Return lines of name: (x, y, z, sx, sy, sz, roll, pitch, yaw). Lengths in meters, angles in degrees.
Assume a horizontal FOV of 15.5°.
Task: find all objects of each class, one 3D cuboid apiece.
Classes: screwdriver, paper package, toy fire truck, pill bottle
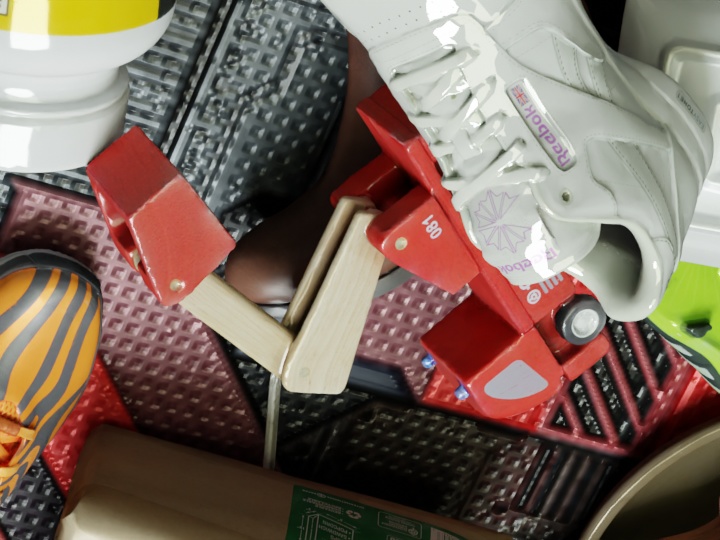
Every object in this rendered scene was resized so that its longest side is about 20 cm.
screwdriver: (-0.048, 0.130, 1.177, 0.029, 0.028, 0.201, -15, 124, -24)
paper package: (-0.052, 0.184, 1.137, 0.199, 0.104, 0.191, 17, 114, -5)
toy fire truck: (0.000, 0.000, 1.022, 0.141, 0.049, 0.200, -38, 126, -6)
pill bottle: (-0.116, -0.143, 0.956, 0.112, 0.113, 0.201, 1, 119, -16)

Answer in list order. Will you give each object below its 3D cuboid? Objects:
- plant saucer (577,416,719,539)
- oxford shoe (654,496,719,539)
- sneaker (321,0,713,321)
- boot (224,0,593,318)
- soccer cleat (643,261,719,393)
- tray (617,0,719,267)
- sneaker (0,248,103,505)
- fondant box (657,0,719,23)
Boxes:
plant saucer: (0.185, 0.144, 1.251, 0.199, 0.029, 0.201, -7, 119, -12)
oxford shoe: (0.149, 0.160, 1.193, 0.199, 0.071, 0.074, -26, 125, 0)
sneaker: (0.055, -0.057, 0.945, 0.200, 0.100, 0.075, 36, 142, -30)
boot: (-0.005, -0.096, 1.039, 0.188, 0.069, 0.200, -28, 121, 1)
soccer cleat: (0.145, 0.005, 1.127, 0.067, 0.081, 0.200, -42, 122, -4)
tray: (0.193, -0.042, 1.024, 0.199, 0.022, 0.108, 10, 105, 8)
sneaker: (-0.159, 0.093, 1.076, 0.077, 0.112, 0.200, 24, 110, -26)
fondant box: (0.206, -0.132, 1.040, 0.144, 0.058, 0.201, 24, 106, 5)
